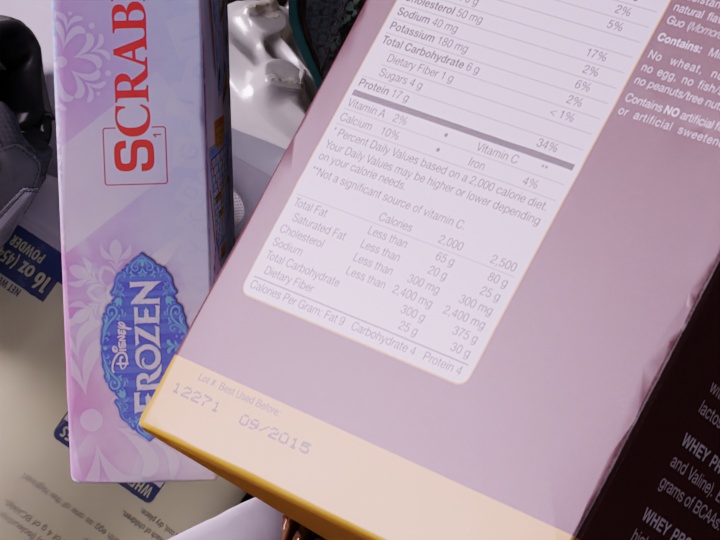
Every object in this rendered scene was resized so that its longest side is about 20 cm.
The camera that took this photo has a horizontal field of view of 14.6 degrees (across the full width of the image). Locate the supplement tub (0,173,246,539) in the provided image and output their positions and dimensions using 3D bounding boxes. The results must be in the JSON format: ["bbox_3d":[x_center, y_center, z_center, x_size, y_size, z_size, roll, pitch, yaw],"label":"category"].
[{"bbox_3d":[-0.127,0.079,0.991,0.200,0.145,0.145,-55,33,-7],"label":"supplement tub"}]

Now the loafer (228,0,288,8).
[{"bbox_3d":[-0.009,-0.120,1.051,0.076,0.068,0.200,16,73,57],"label":"loafer"}]

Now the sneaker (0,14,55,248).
[{"bbox_3d":[-0.146,-0.057,0.960,0.090,0.066,0.200,-44,32,8],"label":"sneaker"}]

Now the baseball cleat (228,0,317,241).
[{"bbox_3d":[0.000,0.000,0.971,0.200,0.070,0.106,59,144,25],"label":"baseball cleat"}]

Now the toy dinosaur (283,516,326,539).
[{"bbox_3d":[-0.033,0.131,0.810,0.102,0.136,0.200,-7,87,24],"label":"toy dinosaur"}]

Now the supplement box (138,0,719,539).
[{"bbox_3d":[0.089,0.007,0.722,0.133,0.197,0.200,22,81,41],"label":"supplement box"}]

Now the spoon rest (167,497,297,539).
[{"bbox_3d":[-0.075,0.123,0.879,0.061,0.200,0.099,39,127,21],"label":"spoon rest"}]

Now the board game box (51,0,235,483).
[{"bbox_3d":[-0.060,-0.059,0.805,0.200,0.041,0.200,-94,3,-81],"label":"board game box"}]

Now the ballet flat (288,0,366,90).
[{"bbox_3d":[0.045,-0.010,0.822,0.074,0.200,0.074,-19,33,13],"label":"ballet flat"}]

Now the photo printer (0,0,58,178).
[{"bbox_3d":[-0.111,-0.076,1.113,0.200,0.069,0.167,106,-176,-53],"label":"photo printer"}]
